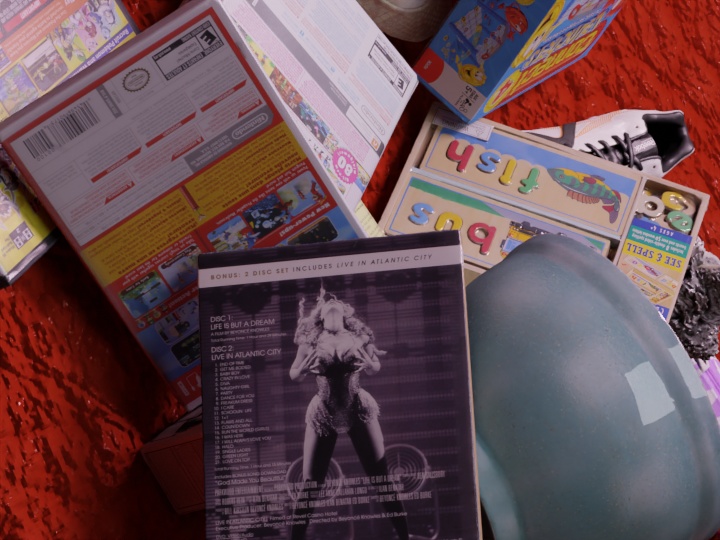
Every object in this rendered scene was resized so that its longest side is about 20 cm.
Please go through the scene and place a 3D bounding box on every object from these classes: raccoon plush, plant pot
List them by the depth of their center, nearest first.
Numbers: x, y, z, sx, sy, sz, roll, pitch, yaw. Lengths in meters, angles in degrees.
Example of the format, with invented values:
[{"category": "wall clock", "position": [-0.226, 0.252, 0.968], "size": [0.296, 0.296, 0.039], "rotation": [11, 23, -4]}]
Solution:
[{"category": "plant pot", "position": [0.093, 0.097, 1.408], "size": [0.134, 0.200, 0.201], "rotation": [-28, 98, -23]}, {"category": "raccoon plush", "position": [0.157, 0.019, 1.665], "size": [0.200, 0.134, 0.097], "rotation": [-25, 138, -28]}]

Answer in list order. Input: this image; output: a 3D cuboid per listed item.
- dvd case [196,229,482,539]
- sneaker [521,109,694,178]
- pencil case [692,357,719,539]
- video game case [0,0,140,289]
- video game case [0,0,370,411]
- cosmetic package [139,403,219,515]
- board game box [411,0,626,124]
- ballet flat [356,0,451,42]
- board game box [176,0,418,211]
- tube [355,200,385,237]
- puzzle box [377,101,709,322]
[{"category": "dvd case", "position": [-0.012, 0.081, 1.340], "size": [0.016, 0.148, 0.201], "rotation": [63, 23, -71]}, {"category": "sneaker", "position": [0.161, -0.079, 1.754], "size": [0.200, 0.080, 0.074], "rotation": [-26, 97, -49]}, {"category": "pencil case", "position": [0.248, 0.106, 1.779], "size": [0.200, 0.085, 0.084], "rotation": [54, 45, -21]}, {"category": "video game case", "position": [-0.198, -0.114, 1.396], "size": [0.181, 0.025, 0.200], "rotation": [58, 41, -15]}, {"category": "video game case", "position": [-0.090, -0.036, 1.383], "size": [0.200, 0.143, 0.017], "rotation": [58, 1, -23]}, {"category": "cosmetic package", "position": [-0.031, 0.064, 1.451], "size": [0.200, 0.082, 0.051], "rotation": [-39, 105, -39]}, {"category": "board game box", "position": [0.145, -0.210, 1.679], "size": [0.056, 0.196, 0.200], "rotation": [42, 34, 10]}, {"category": "ballet flat", "position": [0.002, -0.213, 1.631], "size": [0.200, 0.062, 0.068], "rotation": [35, 70, -34]}, {"category": "board game box", "position": [-0.058, -0.094, 1.481], "size": [0.148, 0.064, 0.200], "rotation": [49, 43, -23]}, {"category": "tube", "position": [0.000, 0.000, 1.568], "size": [0.200, 0.052, 0.058], "rotation": [55, 3, -11]}, {"category": "puzzle box", "position": [0.118, -0.029, 1.628], "size": [0.199, 0.025, 0.133], "rotation": [19, 51, 6]}]
